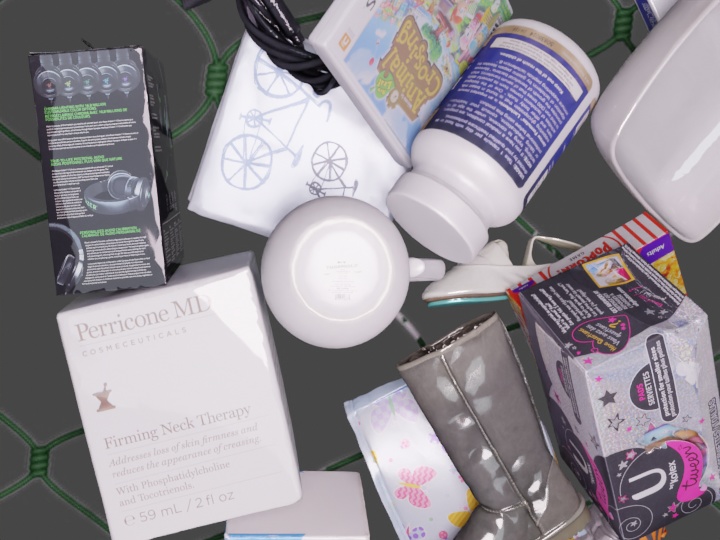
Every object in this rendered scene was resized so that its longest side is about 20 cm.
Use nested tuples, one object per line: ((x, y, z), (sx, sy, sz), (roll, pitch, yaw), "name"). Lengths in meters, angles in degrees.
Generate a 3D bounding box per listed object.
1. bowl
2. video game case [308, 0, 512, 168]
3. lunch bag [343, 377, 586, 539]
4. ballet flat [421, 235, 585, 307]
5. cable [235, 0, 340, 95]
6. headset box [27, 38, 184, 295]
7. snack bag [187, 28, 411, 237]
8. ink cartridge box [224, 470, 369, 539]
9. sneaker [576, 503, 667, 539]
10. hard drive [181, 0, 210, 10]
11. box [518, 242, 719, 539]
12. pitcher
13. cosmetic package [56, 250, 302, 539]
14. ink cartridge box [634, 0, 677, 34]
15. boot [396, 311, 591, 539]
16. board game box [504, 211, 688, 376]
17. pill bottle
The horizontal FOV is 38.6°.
((0.303, -0.150, 0.938), (0.201, 0.075, 0.199), (-50, 130, 5), "bowl")
((0.052, -0.209, 0.876), (0.022, 0.200, 0.183), (29, 81, 31), "video game case")
((0.095, 0.176, 0.965), (0.168, 0.127, 0.202), (-25, 109, 0), "lunch bag")
((0.151, 0.001, 0.981), (0.197, 0.069, 0.071), (-1, 98, -13), "ballet flat")
((-0.042, -0.255, 0.891), (0.161, 0.051, 0.203), (8, 103, 17), "cable")
((-0.210, -0.094, 0.874), (0.091, 0.174, 0.203), (-5, 98, -5), "headset box")
((-0.042, -0.115, 0.966), (0.197, 0.021, 0.191), (19, 96, -7), "snack bag")
((-0.062, 0.306, 0.956), (0.126, 0.125, 0.203), (2, 106, -5), "ink cartridge box")
((0.278, 0.282, 1.027), (0.111, 0.078, 0.201), (35, 104, -13), "sneaker")
((-0.138, -0.335, 0.876), (0.042, 0.134, 0.203), (-12, 98, -23), "hard drive")
((0.227, 0.107, 0.880), (0.113, 0.132, 0.202), (-24, 122, -4), "box")
((0.000, 0.000, 0.872), (0.169, 0.200, 0.123), (-6, 89, -6), "pitcher")
((-0.152, 0.103, 0.910), (0.165, 0.166, 0.203), (-13, 97, -4), "cosmetic package")
((0.333, -0.332, 0.963), (0.198, 0.041, 0.201), (-30, 99, -1), "ink cartridge box")
((0.087, 0.163, 0.867), (0.181, 0.072, 0.202), (-34, 105, -12), "boot")
((0.239, 0.068, 0.969), (0.150, 0.046, 0.201), (-29, 121, -1), "board game box")
((0.115, -0.112, 0.908), (0.115, 0.116, 0.201), (39, 74, -9), "pill bottle")
